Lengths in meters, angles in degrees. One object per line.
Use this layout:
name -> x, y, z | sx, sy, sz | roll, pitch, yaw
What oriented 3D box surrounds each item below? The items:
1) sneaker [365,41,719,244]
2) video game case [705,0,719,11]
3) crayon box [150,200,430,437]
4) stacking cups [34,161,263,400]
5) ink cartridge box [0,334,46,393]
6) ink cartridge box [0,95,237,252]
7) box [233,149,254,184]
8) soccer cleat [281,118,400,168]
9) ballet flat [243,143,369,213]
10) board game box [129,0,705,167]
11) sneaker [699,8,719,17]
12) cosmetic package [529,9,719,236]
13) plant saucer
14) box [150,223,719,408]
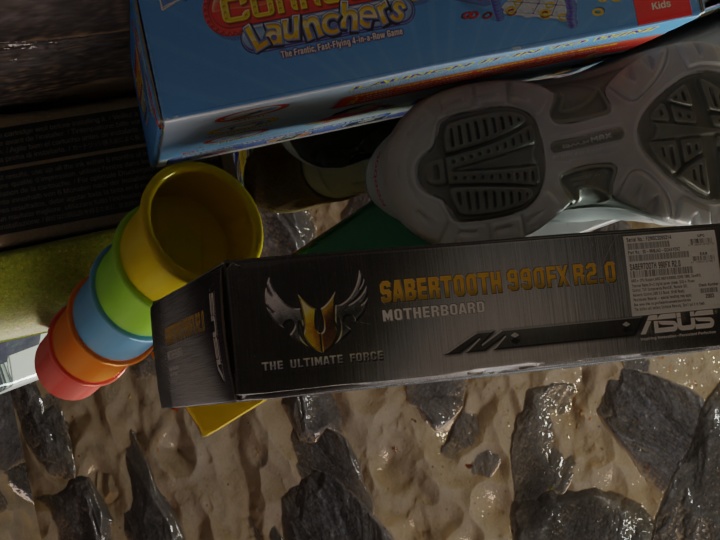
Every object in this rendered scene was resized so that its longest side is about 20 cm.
sneaker -> 0.091, -0.055, 0.617 | 0.197, 0.079, 0.099 | -3, -174, -18
video game case -> 0.175, -0.143, 0.694 | 0.180, 0.024, 0.200 | -20, -177, -12
crayon box -> 0.000, 0.000, 0.800 | 0.171, 0.059, 0.200 | -32, -179, 21
stacking cups -> -0.118, 0.015, 0.711 | 0.060, 0.061, 0.200 | -13, 166, -37
ink cartridge box -> -0.290, 0.055, 1.010 | 0.144, 0.085, 0.199 | -20, 179, 38
ink cartridge box -> -0.184, -0.052, 0.878 | 0.163, 0.076, 0.199 | -11, -178, -26
box -> -0.051, -0.090, 1.009 | 0.069, 0.065, 0.200 | -12, -178, -10
soccer cleat -> 0.043, -0.112, 0.817 | 0.197, 0.071, 0.086 | -15, -156, -10
ballet flat -> 0.023, -0.084, 0.878 | 0.198, 0.069, 0.072 | -23, -154, -5
board game box -> 0.007, -0.095, 0.584 | 0.197, 0.057, 0.196 | -12, -179, -9
sneaker -> 0.198, -0.138, 0.886 | 0.198, 0.071, 0.093 | -3, -160, 41
cosmetic package -> 0.152, -0.078, 0.713 | 0.198, 0.072, 0.101 | -20, -171, 17
plant saucer -> -0.155, 0.005, 0.865 | 0.197, 0.049, 0.200 | -13, -179, -2
box -> 0.026, 0.021, 0.579 | 0.197, 0.049, 0.158 | -4, 176, -17
